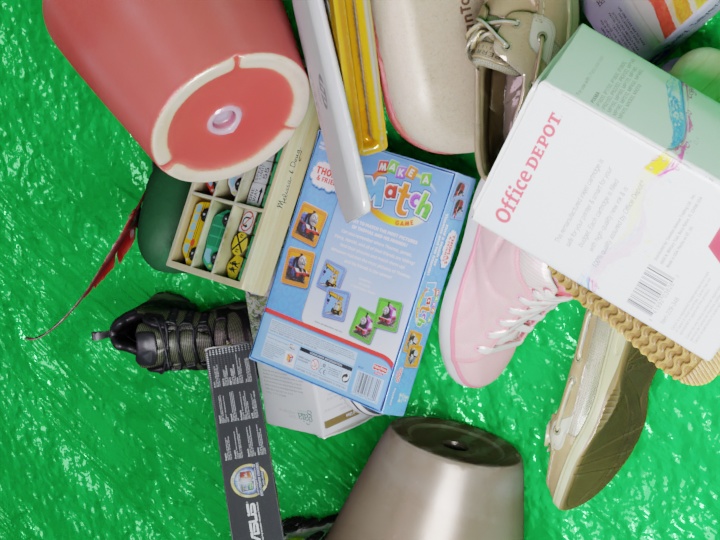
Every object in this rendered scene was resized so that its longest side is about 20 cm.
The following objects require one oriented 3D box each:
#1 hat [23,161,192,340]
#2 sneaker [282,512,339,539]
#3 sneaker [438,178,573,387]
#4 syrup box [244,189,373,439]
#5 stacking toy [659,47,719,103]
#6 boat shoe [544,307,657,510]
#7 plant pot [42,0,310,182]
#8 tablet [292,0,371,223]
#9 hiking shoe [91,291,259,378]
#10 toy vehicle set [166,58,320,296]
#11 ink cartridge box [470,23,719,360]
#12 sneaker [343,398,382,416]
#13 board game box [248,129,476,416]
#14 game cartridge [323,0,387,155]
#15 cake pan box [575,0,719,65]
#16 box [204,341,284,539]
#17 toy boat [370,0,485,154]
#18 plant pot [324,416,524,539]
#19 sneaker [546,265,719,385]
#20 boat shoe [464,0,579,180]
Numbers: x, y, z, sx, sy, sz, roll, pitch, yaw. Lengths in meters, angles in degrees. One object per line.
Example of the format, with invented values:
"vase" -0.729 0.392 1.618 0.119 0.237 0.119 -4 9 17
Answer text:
"hat" -0.189 -0.035 1.876 0.165 0.176 0.201 18 119 39
"sneaker" -0.054 0.281 1.954 0.199 0.077 0.085 -11 104 47
"sneaker" 0.128 0.021 1.660 0.104 0.075 0.201 33 123 38
"syrup box" -0.044 0.038 1.833 0.079 0.081 0.201 9 114 48
"stacking toy" 0.198 -0.102 1.549 0.200 0.085 0.086 -14 97 54
"boat shoe" 0.185 0.096 1.644 0.063 0.073 0.202 38 127 36
"plant pot" -0.141 -0.182 1.720 0.178 0.199 0.201 60 139 33
"tablet" -0.025 -0.138 1.629 0.130 0.014 0.201 162 94 -83
"hiking shoe" -0.158 0.072 1.947 0.199 0.100 0.076 6 112 43
"toy vehicle set" -0.094 -0.086 1.784 0.124 0.026 0.201 14 85 52
"ink cartridge box" 0.197 -0.054 1.440 0.199 0.086 0.148 33 137 6
"sneaker" 0.017 0.032 1.773 0.079 0.078 0.201 10 112 48
"board game box" 0.000 0.000 1.707 0.151 0.037 0.201 20 95 38
"game cartridge" -0.025 -0.215 1.643 0.200 0.032 0.177 -115 13 -50
"cake pan box" 0.203 -0.271 1.485 0.184 0.052 0.201 -40 77 44
"box" -0.095 0.188 1.811 0.161 0.044 0.201 85 175 -58
"toy boat" 0.062 -0.191 1.626 0.131 0.130 0.201 -153 50 -72
"plant pot" 0.058 0.223 1.752 0.199 0.199 0.175 23 106 36
"sneaker" 0.214 0.001 1.557 0.200 0.090 0.075 48 131 20
"boat shoe" 0.113 -0.163 1.533 0.072 0.065 0.201 18 113 48
